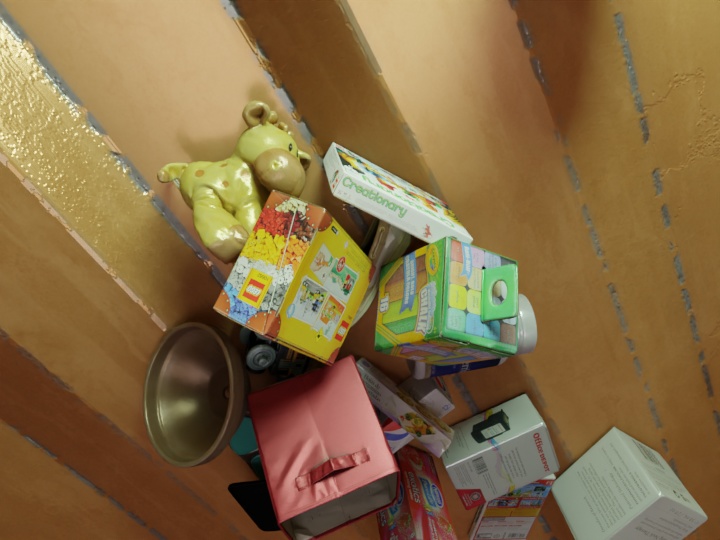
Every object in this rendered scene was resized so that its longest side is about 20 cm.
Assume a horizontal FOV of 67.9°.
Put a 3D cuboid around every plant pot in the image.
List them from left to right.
[{"bbox_3d":[-0.230,0.184,0.808,0.201,0.202,0.092,-48,149,17],"label":"plant pot"}]

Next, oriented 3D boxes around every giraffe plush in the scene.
[{"bbox_3d":[-0.135,-0.109,0.680,0.162,0.173,0.201,-40,84,2],"label":"giraffe plush"}]

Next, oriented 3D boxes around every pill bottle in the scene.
[{"bbox_3d":[0.169,0.099,0.850,0.195,0.116,0.118,-9,120,-5],"label":"pill bottle"}]

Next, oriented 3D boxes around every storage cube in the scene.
[{"bbox_3d":[-0.052,0.263,0.780,0.168,0.182,0.202,-19,144,-10],"label":"storage cube"}]

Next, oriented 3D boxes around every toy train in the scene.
[{"bbox_3d":[-0.112,0.071,0.808,0.112,0.085,0.203,7,115,-29],"label":"toy train"}]

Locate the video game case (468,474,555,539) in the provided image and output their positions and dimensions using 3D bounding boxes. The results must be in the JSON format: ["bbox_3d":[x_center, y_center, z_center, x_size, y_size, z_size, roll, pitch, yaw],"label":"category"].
[{"bbox_3d":[0.326,0.515,1.161,0.140,0.018,0.204,5,117,-13],"label":"video game case"}]

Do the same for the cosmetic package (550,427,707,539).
[{"bbox_3d":[0.537,0.471,1.089,0.165,0.167,0.201,28,112,-23],"label":"cosmetic package"}]

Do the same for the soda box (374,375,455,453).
[{"bbox_3d":[0.067,0.261,0.947,0.199,0.069,0.063,-40,118,13],"label":"soda box"}]

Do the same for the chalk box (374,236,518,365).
[{"bbox_3d":[0.119,0.043,0.683,0.122,0.127,0.199,16,158,-25],"label":"chalk box"}]

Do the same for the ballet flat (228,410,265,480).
[{"bbox_3d":[-0.183,0.291,0.916,0.069,0.066,0.203,-19,128,-7],"label":"ballet flat"}]

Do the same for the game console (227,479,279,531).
[{"bbox_3d":[-0.113,0.376,0.954,0.115,0.177,0.202,18,143,28],"label":"game console"}]

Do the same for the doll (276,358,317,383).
[{"bbox_3d":[-0.095,0.243,0.919,0.133,0.049,0.204,-5,119,-6],"label":"doll"}]

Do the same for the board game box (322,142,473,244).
[{"bbox_3d":[0.047,-0.095,0.715,0.197,0.127,0.035,24,113,-22],"label":"board game box"}]

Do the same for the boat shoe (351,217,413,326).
[{"bbox_3d":[0.000,0.000,0.795,0.066,0.074,0.202,29,100,-20],"label":"boat shoe"}]

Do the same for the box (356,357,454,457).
[{"bbox_3d":[0.064,0.223,0.880,0.199,0.041,0.039,38,105,12],"label":"box"}]

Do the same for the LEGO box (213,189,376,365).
[{"bbox_3d":[-0.068,0.019,0.661,0.151,0.076,0.200,-64,155,-10],"label":"LEGO box"}]

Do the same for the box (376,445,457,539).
[{"bbox_3d":[0.091,0.427,0.965,0.098,0.201,0.096,28,113,-23],"label":"box"}]

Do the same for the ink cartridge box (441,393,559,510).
[{"bbox_3d":[0.259,0.347,1.019,0.197,0.083,0.147,-25,120,4],"label":"ink cartridge box"}]
